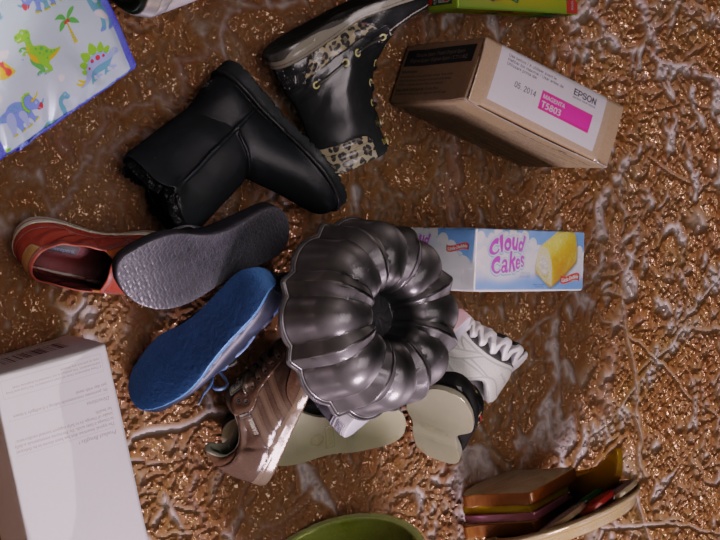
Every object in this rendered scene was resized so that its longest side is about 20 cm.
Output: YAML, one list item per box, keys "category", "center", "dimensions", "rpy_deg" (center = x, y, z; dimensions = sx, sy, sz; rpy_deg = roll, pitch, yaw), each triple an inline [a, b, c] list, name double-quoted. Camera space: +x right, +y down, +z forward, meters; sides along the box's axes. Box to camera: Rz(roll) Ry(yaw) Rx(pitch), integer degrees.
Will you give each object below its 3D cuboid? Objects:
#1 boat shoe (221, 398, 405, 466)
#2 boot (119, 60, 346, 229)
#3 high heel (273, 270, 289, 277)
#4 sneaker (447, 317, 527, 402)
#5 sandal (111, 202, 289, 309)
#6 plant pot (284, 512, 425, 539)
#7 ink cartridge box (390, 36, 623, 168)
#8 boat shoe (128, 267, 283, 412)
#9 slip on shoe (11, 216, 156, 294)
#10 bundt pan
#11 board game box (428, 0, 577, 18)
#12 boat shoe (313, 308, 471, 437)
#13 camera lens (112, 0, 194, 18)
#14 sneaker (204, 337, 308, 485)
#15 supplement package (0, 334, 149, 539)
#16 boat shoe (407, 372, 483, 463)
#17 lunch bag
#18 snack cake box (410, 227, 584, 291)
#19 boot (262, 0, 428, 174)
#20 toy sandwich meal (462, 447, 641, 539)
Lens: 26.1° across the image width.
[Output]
- category: "boat shoe"
  center: [-0.054, 0.158, 1.651]
  dimensions: [0.199, 0.063, 0.074]
  rpy_deg: [-6, 126, -16]
- category: "boot"
  center: [-0.129, -0.088, 1.581]
  dimensions: [0.200, 0.076, 0.168]
  rpy_deg: [48, 68, -17]
- category: "high heel"
  center: [0.000, 0.000, 1.621]
  dimensions: [0.198, 0.142, 0.072]
  rpy_deg: [-17, 100, -27]
- category: "sneaker"
  center: [0.096, 0.081, 1.725]
  dimensions: [0.199, 0.075, 0.082]
  rpy_deg: [30, 87, -27]
- category: "sandal"
  center: [-0.159, -0.015, 1.520]
  dimensions: [0.199, 0.043, 0.077]
  rpy_deg: [-17, 117, -37]
- category: "plant pot"
  center: [0.000, 0.393, 1.637]
  dimensions: [0.199, 0.199, 0.192]
  rpy_deg: [-31, 120, -24]
- category: "ink cartridge box"
  center: [0.158, -0.179, 1.688]
  dimensions: [0.198, 0.164, 0.076]
  rpy_deg: [22, 82, -29]
- category: "boat shoe"
  center: [-0.144, 0.079, 1.549]
  dimensions: [0.068, 0.199, 0.085]
  rpy_deg: [14, 45, -60]
- category: "slip on shoe"
  center: [-0.242, -0.003, 1.520]
  dimensions: [0.198, 0.061, 0.075]
  rpy_deg: [11, 119, -26]
- category: "bundt pan"
  center: [0.020, 0.045, 1.512]
  dimensions: [0.200, 0.075, 0.205]
  rpy_deg: [5, 82, -39]
- category: "board game box"
  center: [0.159, -0.336, 1.721]
  dimensions: [0.198, 0.047, 0.103]
  rpy_deg: [-6, 96, -42]
- category: "boat shoe"
  center: [0.032, 0.091, 1.628]
  dimensions: [0.199, 0.072, 0.068]
  rpy_deg: [-38, 73, -23]
- category: "camera lens"
  center: [-0.166, -0.346, 1.499]
  dimensions: [0.198, 0.159, 0.162]
  rpy_deg: [-26, 105, -25]
- category: "sneaker"
  center: [-0.094, 0.122, 1.551]
  dimensions: [0.075, 0.071, 0.202]
  rpy_deg: [19, 107, -10]
- category: "supplement package"
  center: [-0.292, 0.176, 1.482]
  dimensions: [0.116, 0.117, 0.203]
  rpy_deg: [-15, 99, -28]
- category: "boat shoe"
  center: [0.094, 0.145, 1.661]
  dimensions: [0.073, 0.202, 0.064]
  rpy_deg: [23, 70, 11]
- category: "lunch bag"
  center: [-0.326, -0.227, 1.436]
  dimensions: [0.170, 0.127, 0.201]
  rpy_deg: [-38, 100, -22]
- category: "snack cake box"
  center: [0.141, -0.012, 1.685]
  dimensions: [0.199, 0.114, 0.068]
  rpy_deg: [0, 93, -48]
- category: "boot"
  center: [0.004, -0.205, 1.657]
  dimensions: [0.202, 0.073, 0.155]
  rpy_deg: [-30, 111, -25]
- category: "toy sandwich meal"
  center: [0.213, 0.251, 1.729]
  dimensions: [0.203, 0.205, 0.071]
  rpy_deg: [-20, 89, -27]
